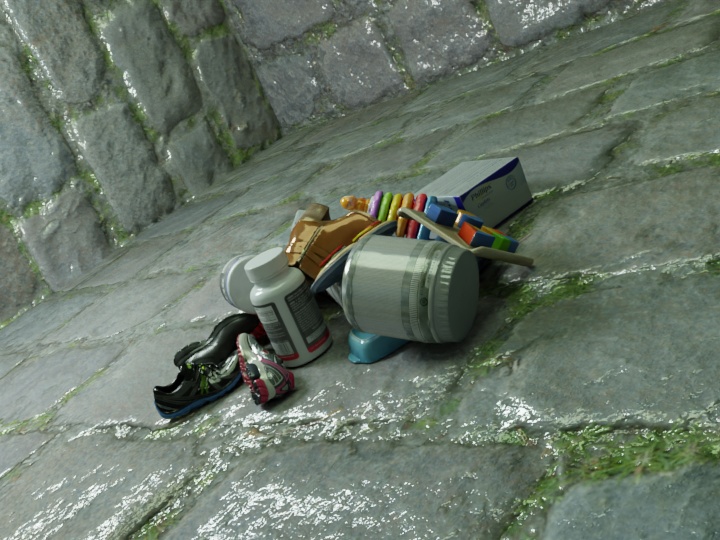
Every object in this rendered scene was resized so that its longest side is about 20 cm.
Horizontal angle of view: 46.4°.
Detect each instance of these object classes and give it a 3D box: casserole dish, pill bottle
[{"bbox_3d":[0.058,0.094,1.476,0.197,0.039,0.121,-30,19,-13],"label":"casserole dish"},{"bbox_3d":[-0.139,0.066,1.558,0.109,0.203,0.111,-21,17,7],"label":"pill bottle"},{"bbox_3d":[-0.228,0.025,1.708,0.112,0.116,0.200,-30,9,-13],"label":"pill bottle"}]

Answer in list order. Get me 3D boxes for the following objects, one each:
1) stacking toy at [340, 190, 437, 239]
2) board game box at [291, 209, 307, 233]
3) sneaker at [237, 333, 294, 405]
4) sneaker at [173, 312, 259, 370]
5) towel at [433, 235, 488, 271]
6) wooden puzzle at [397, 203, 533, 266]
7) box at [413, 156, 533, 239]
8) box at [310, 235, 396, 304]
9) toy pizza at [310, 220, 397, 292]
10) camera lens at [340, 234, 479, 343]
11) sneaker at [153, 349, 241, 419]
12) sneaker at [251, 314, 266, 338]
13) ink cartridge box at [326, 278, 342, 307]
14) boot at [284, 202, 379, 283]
[{"bbox_3d":[0.053,-0.120,1.715,0.195,0.112,0.116,16,-2,6],"label":"stacking toy"},{"bbox_3d":[-0.128,-0.012,1.776,0.034,0.205,0.127,4,21,0],"label":"board game box"},{"bbox_3d":[-0.177,0.176,1.521,0.073,0.082,0.200,-13,28,-17],"label":"sneaker"},{"bbox_3d":[-0.276,0.162,1.674,0.198,0.092,0.076,-37,-27,10],"label":"sneaker"},{"bbox_3d":[0.171,-0.017,1.553,0.110,0.049,0.200,16,40,23],"label":"towel"},{"bbox_3d":[0.188,-0.070,1.470,0.183,0.047,0.199,9,17,-47],"label":"wooden puzzle"},{"bbox_3d":[0.233,-0.153,1.803,0.182,0.107,0.199,-34,19,-25],"label":"box"},{"bbox_3d":[-0.005,-0.009,1.829,0.198,0.050,0.161,-33,21,-13],"label":"box"},{"bbox_3d":[-0.016,-0.032,1.503,0.199,0.032,0.200,-38,-7,-5],"label":"toy pizza"},{"bbox_3d":[0.077,0.029,1.360,0.196,0.163,0.160,7,32,28],"label":"camera lens"},{"bbox_3d":[-0.304,0.206,1.595,0.197,0.084,0.071,-29,18,-9],"label":"sneaker"},{"bbox_3d":[-0.205,0.124,1.732,0.115,0.079,0.199,-43,11,-22],"label":"sneaker"},{"bbox_3d":[0.000,0.000,1.664,0.145,0.084,0.200,-30,35,-12],"label":"ink cartridge box"},{"bbox_3d":[-0.050,-0.041,1.621,0.196,0.074,0.157,12,59,26],"label":"boot"}]
